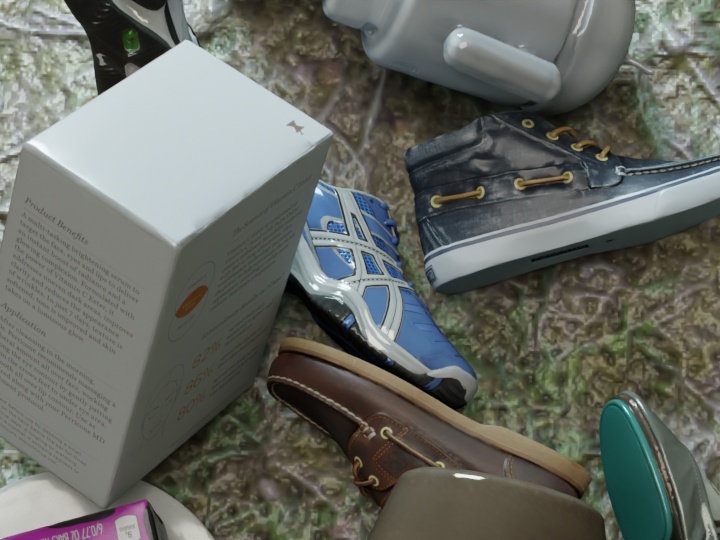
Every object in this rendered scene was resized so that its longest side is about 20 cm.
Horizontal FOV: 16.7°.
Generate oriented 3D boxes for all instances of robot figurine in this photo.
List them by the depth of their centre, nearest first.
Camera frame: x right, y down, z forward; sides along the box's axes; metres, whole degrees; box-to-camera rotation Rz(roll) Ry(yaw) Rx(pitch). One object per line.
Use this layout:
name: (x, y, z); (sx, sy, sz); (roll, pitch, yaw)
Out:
robot figurine: (0.077, -0.159, 1.445); (0.199, 0.113, 0.170); (17, 38, -15)

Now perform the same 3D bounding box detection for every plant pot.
plant pot: (0.060, 0.202, 1.290); (0.199, 0.200, 0.176); (11, 76, 10)

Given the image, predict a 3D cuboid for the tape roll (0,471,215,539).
tape roll: (-0.163, 0.214, 1.404); (0.202, 0.037, 0.204); (-2, 71, 7)

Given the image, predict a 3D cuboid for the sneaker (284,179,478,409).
sneaker: (0.000, 0.000, 1.437); (0.077, 0.076, 0.200); (-43, 77, -10)

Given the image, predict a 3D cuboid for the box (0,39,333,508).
box: (-0.119, 0.002, 1.361); (0.106, 0.201, 0.152); (33, 40, 17)

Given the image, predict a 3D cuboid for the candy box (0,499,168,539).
candy box: (-0.155, 0.241, 1.343); (0.136, 0.061, 0.201); (-16, 71, 1)

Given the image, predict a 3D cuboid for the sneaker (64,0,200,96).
sneaker: (-0.140, -0.169, 1.477); (0.075, 0.115, 0.202); (-8, 104, -1)

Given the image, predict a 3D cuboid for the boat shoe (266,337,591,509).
boat shoe: (0.030, 0.105, 1.400); (0.199, 0.070, 0.071); (25, 75, 14)

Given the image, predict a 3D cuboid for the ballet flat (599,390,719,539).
ballet flat: (0.187, 0.162, 1.376); (0.063, 0.067, 0.201); (-5, 69, -24)

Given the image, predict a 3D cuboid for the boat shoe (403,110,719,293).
boat shoe: (0.126, -0.057, 1.439); (0.199, 0.071, 0.091); (-15, 79, 2)
